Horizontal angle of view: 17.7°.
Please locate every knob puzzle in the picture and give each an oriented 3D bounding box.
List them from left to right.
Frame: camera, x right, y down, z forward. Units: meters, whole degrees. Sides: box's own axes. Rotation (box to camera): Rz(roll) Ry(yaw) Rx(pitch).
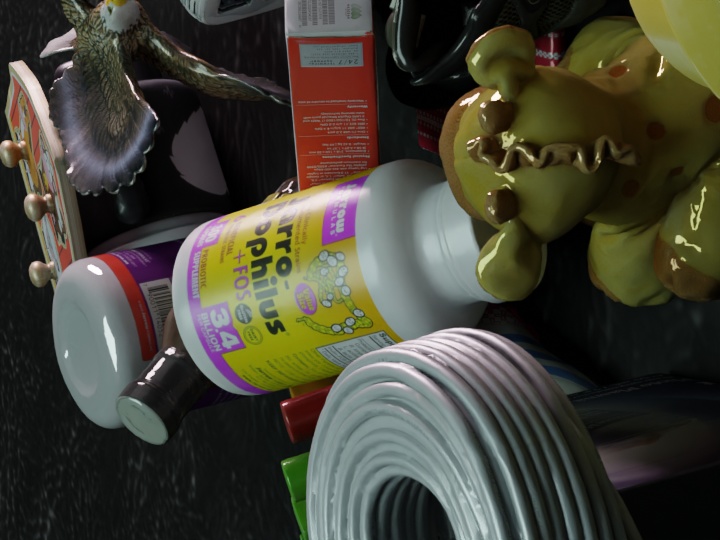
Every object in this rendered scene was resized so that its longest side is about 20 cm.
[{"bbox_3d":[-0.232,-0.054,1.664,0.220,0.030,0.221,166,90,-76],"label":"knob puzzle"}]

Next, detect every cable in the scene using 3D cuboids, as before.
[{"bbox_3d":[0.045,0.128,1.028,0.200,0.069,0.201,-53,53,52],"label":"cable"}]

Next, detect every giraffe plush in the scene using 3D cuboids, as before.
[{"bbox_3d":[0.112,-0.057,1.151,0.200,0.162,0.173,-41,65,59],"label":"giraffe plush"}]

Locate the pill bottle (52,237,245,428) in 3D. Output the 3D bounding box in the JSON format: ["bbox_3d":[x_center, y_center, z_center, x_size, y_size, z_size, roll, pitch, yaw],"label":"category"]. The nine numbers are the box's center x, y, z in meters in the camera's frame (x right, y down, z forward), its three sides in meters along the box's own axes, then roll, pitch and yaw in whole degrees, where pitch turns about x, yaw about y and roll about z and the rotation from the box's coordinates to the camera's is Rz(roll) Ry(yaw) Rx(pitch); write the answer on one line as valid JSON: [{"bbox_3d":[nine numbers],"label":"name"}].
[{"bbox_3d":[-0.096,0.031,1.529,0.112,0.199,0.113,31,127,53],"label":"pill bottle"}]

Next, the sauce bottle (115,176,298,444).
[{"bbox_3d":[-0.079,0.026,1.434,0.065,0.200,0.065,27,146,21],"label":"sauce bottle"}]

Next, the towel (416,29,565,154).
[{"bbox_3d":[0.075,-0.153,1.333,0.144,0.022,0.201,26,125,54],"label":"towel"}]

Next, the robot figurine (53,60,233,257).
[{"bbox_3d":[-0.160,-0.064,1.696,0.125,0.150,0.201,-29,74,44],"label":"robot figurine"}]

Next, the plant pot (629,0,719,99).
[{"bbox_3d":[0.199,-0.140,0.951,0.189,0.200,0.202,-168,68,-77],"label":"plant pot"}]

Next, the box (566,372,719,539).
[{"bbox_3d":[0.138,0.132,1.144,0.198,0.199,0.124,8,107,59],"label":"box"}]

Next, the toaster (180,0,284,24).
[{"bbox_3d":[-0.085,-0.249,1.490,0.130,0.113,0.200,64,156,19],"label":"toaster"}]

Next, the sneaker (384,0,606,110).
[{"bbox_3d":[0.041,-0.134,1.267,0.199,0.114,0.077,-24,81,62],"label":"sneaker"}]

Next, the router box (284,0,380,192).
[{"bbox_3d":[-0.015,-0.146,1.342,0.180,0.049,0.201,87,-179,-52],"label":"router box"}]

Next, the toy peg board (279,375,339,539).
[{"bbox_3d":[-0.006,0.104,1.404,0.201,0.097,0.200,79,171,-47],"label":"toy peg board"}]

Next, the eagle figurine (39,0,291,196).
[{"bbox_3d":[-0.151,-0.145,1.568,0.152,0.151,0.200,-38,76,21],"label":"eagle figurine"}]

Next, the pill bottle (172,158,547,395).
[{"bbox_3d":[0.000,0.000,1.266,0.199,0.104,0.105,-17,86,35],"label":"pill bottle"}]

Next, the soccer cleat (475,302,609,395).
[{"bbox_3d":[0.072,0.064,1.354,0.200,0.086,0.070,32,128,54],"label":"soccer cleat"}]
